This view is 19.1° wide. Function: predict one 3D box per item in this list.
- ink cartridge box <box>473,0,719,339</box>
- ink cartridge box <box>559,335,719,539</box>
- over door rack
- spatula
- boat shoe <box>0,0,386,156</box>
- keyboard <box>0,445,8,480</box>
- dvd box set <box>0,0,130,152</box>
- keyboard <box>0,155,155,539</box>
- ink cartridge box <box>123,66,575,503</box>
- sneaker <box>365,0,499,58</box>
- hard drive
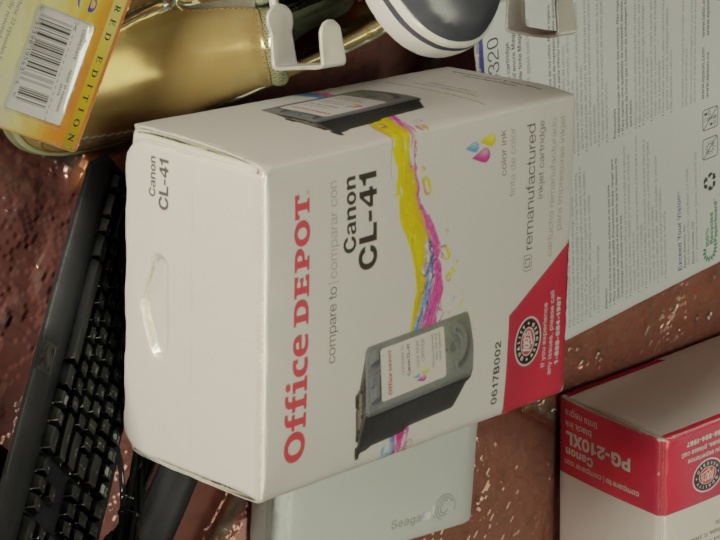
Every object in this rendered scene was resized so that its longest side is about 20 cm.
[{"bbox_3d":[0.118,-0.070,1.092,0.200,0.043,0.197,-23,121,-36],"label":"ink cartridge box"},{"bbox_3d":[0.189,0.154,1.213,0.145,0.084,0.201,-17,115,-36],"label":"ink cartridge box"},{"bbox_3d":[-0.002,-0.182,0.913,0.147,0.067,0.201,-14,88,-37],"label":"over door rack"},{"bbox_3d":[-0.069,0.056,0.989,0.056,0.021,0.200,22,96,-12],"label":"spatula"},{"bbox_3d":[-0.059,-0.100,0.910,0.200,0.076,0.072,-30,124,-29],"label":"boat shoe"},{"bbox_3d":[-0.169,0.066,0.858,0.040,0.104,0.200,-37,133,11],"label":"keyboard"},{"bbox_3d":[-0.156,-0.136,0.775,0.200,0.029,0.147,16,94,-52],"label":"dvd box set"},{"bbox_3d":[-0.107,0.065,0.902,0.127,0.021,0.200,62,34,-55],"label":"keyboard"},{"bbox_3d":[0.000,0.000,0.924,0.200,0.085,0.148,-17,115,-45],"label":"ink cartridge box"},{"bbox_3d":[0.033,-0.189,0.852,0.078,0.079,0.201,-4,84,-38],"label":"sneaker"},{"bbox_3d":[0.007,0.042,1.055,0.132,0.026,0.201,-11,112,-38],"label":"hard drive"}]
